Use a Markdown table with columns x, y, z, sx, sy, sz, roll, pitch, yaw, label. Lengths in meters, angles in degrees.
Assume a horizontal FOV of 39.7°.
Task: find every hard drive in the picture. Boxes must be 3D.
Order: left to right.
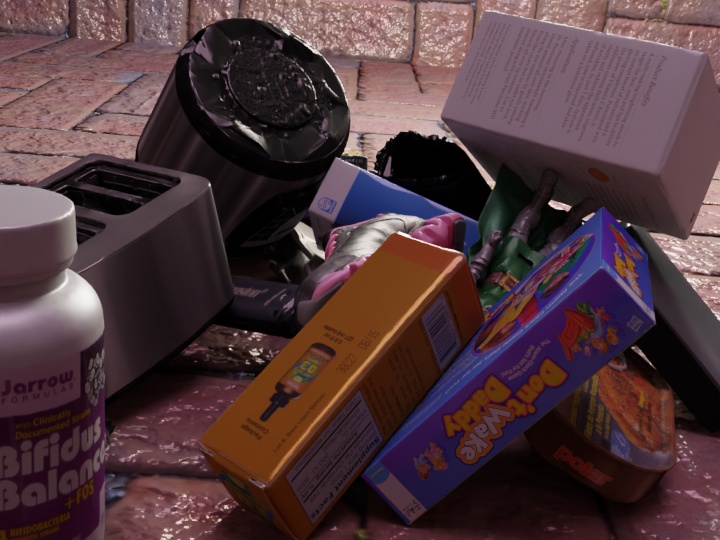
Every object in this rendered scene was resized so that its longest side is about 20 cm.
| x | y | z | sx | sy | sz | roll | pitch | yaw | label |
| --- | --- | --- | --- | --- | --- | --- | --- | --- | --- |
| 0.260 | 0.036 | 0.846 | 0.140 | 0.033 | 0.200 | 50 | 22 | -3 | hard drive |

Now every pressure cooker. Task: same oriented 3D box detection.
| x | y | z | sx | sy | sz | roll | pitch | yaw | label |
| --- | --- | --- | --- | --- | --- | --- | --- | --- | --- |
| -0.119 | -0.114 | 0.948 | 0.174 | 0.200 | 0.181 | 23 | 51 | -19 | pressure cooker |

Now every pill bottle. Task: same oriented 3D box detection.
| x | y | z | sx | sy | sz | roll | pitch | yaw | label |
| --- | --- | --- | --- | --- | --- | --- | --- | --- | --- |
| -0.191 | 0.063 | 0.527 | 0.110 | 0.203 | 0.112 | 4 | 19 | -1 | pill bottle |

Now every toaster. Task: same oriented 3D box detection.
| x | y | z | sx | sy | sz | roll | pitch | yaw | label |
| --- | --- | --- | --- | --- | --- | --- | --- | --- | --- |
| -0.208 | 0.008 | 0.757 | 0.198 | 0.120 | 0.181 | 15 | 37 | 31 | toaster |

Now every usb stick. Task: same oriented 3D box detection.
| x | y | z | sx | sy | sz | roll | pitch | yaw | label |
| --- | --- | --- | --- | --- | --- | --- | --- | --- | --- |
| -0.098 | 0.028 | 0.838 | 0.055 | 0.033 | 0.199 | -29 | 20 | -32 | usb stick |

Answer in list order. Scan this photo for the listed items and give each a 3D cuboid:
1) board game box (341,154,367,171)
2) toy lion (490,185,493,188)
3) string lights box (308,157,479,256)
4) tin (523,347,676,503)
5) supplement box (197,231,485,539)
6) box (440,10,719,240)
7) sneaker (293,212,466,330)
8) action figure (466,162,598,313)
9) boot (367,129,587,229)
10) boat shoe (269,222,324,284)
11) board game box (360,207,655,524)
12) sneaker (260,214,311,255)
| x | y | z | sx | sy | sz | roll | pitch | yaw | label |
| --- | --- | --- | --- | --- | --- | --- | --- | --- | --- |
| -0.068 | -0.101 | 1.166 | 0.133 | 0.029 | 0.200 | 3 | -8 | -7 | board game box |
| 0.114 | -0.077 | 1.235 | 0.189 | 0.070 | 0.199 | 7 | 18 | 29 | toy lion |
| 0.056 | -0.020 | 0.896 | 0.198 | 0.060 | 0.103 | 25 | -15 | 10 | string lights box |
| 0.169 | 0.094 | 0.718 | 0.111 | 0.042 | 0.200 | 36 | 23 | 4 | tin |
| -0.006 | 0.068 | 0.629 | 0.066 | 0.069 | 0.200 | 21 | 55 | 40 | supplement box |
| 0.195 | -0.124 | 0.856 | 0.198 | 0.108 | 0.152 | 21 | -7 | 31 | box |
| 0.000 | 0.000 | 0.744 | 0.094 | 0.080 | 0.199 | 19 | 25 | 27 | sneaker |
| 0.122 | 0.002 | 0.783 | 0.117 | 0.055 | 0.201 | 33 | 55 | 6 | action figure |
| 0.114 | -0.060 | 0.918 | 0.196 | 0.074 | 0.162 | 13 | -21 | 37 | boot |
| -0.045 | 0.014 | 0.950 | 0.066 | 0.057 | 0.200 | 26 | 15 | -24 | boat shoe |
| 0.095 | 0.058 | 0.639 | 0.045 | 0.200 | 0.135 | 44 | 23 | -3 | board game box |
| -0.111 | -0.050 | 1.067 | 0.197 | 0.082 | 0.083 | -7 | 28 | -32 | sneaker |
